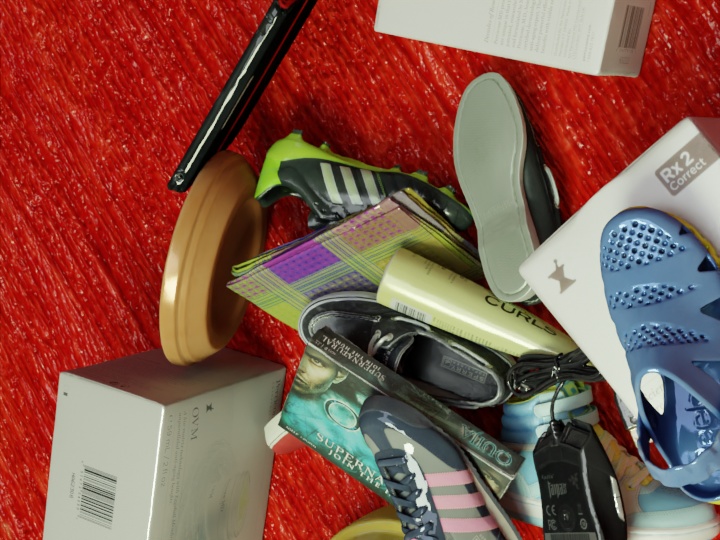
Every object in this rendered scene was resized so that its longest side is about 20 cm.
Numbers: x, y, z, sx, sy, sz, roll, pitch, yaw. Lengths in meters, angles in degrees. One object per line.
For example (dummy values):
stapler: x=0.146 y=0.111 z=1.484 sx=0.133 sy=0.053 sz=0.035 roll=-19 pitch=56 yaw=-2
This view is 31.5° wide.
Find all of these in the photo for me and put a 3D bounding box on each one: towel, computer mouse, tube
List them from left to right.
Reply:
towel: x=0.000 y=0.000 z=1.122 sx=0.200 sy=0.144 sz=0.023 roll=-25 pitch=50 yaw=30
tube: x=0.113 y=0.042 z=1.056 sx=0.200 sy=0.058 sz=0.052 roll=25 pitch=140 yaw=8
computer mouse: x=0.185 y=0.150 z=0.973 sx=0.140 sy=0.046 sz=0.200 roll=-30 pitch=69 yaw=56

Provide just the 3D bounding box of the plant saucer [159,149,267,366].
plant saucer: x=-0.127 y=-0.008 z=1.156 sx=0.037 sy=0.200 sz=0.200 roll=13 pitch=103 yaw=10

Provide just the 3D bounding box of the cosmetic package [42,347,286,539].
cosmetic package: x=-0.181 y=0.186 z=1.203 sx=0.123 sy=0.200 sz=0.200 roll=14 pitch=103 yaw=26

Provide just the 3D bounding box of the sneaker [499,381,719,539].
sneaker: x=0.197 y=0.150 z=1.049 sx=0.200 sy=0.080 sz=0.131 roll=6 pitch=100 yaw=29

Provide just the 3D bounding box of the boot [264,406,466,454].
boot: x=0.013 y=0.166 z=1.166 sx=0.200 sy=0.072 sz=0.144 roll=-26 pitch=84 yaw=26

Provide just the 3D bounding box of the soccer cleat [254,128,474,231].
soccer cleat: x=0.002 y=-0.059 z=1.128 sx=0.200 sy=0.068 sz=0.081 roll=19 pitch=78 yaw=18

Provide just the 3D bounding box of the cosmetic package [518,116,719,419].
cosmetic package: x=0.255 y=0.001 z=0.927 sx=0.165 sy=0.200 sz=0.165 roll=-45 pitch=74 yaw=27

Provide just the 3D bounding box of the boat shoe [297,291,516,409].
boat shoe: x=0.033 y=0.071 z=1.082 sx=0.200 sy=0.068 sz=0.072 roll=21 pitch=102 yaw=16

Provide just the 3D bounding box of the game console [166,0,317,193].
game console: x=-0.102 y=-0.173 z=1.134 sx=0.031 sy=0.177 sz=0.200 roll=32 pitch=113 yaw=-3

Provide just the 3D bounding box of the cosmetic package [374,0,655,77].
cosmetic package: x=0.124 y=-0.209 z=1.036 sx=0.200 sy=0.101 sz=0.071 roll=17 pitch=105 yaw=28

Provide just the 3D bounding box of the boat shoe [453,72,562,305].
boat shoe: x=0.128 y=-0.067 z=1.074 sx=0.076 sy=0.060 sz=0.200 roll=-16 pitch=74 yaw=41

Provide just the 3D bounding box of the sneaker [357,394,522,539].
sneaker: x=0.056 y=0.190 z=1.010 sx=0.200 sy=0.082 sz=0.070 roll=51 pitch=142 yaw=-13

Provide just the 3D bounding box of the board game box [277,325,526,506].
board game box: x=0.029 y=0.144 z=1.076 sx=0.200 sy=0.028 sz=0.135 roll=33 pitch=141 yaw=10

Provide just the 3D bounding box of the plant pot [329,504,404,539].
plant pot: x=0.016 y=0.322 z=1.112 sx=0.200 sy=0.189 sz=0.201 roll=4 pitch=98 yaw=29

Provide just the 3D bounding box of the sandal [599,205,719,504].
sandal: x=0.198 y=0.055 z=0.801 sx=0.079 sy=0.087 sz=0.200 roll=-22 pitch=83 yaw=33
